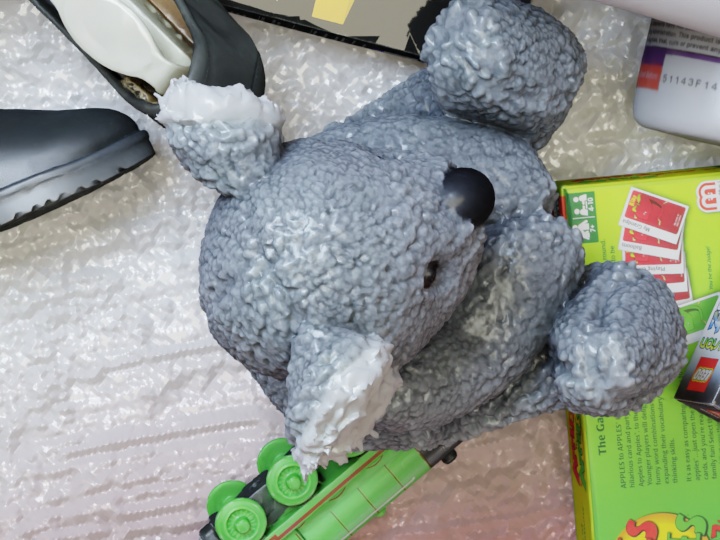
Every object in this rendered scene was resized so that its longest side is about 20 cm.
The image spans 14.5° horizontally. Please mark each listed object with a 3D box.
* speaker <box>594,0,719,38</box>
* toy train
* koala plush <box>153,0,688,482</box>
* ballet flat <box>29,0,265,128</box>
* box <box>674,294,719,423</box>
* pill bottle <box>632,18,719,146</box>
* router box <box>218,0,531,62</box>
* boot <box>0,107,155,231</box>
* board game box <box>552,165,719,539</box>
[{"bbox_3d":[0.158,-0.124,1.083,0.199,0.081,0.082,16,93,-12],"label":"speaker"},{"bbox_3d":[-0.036,0.111,1.224,0.200,0.042,0.056,-39,106,-1],"label":"toy train"},{"bbox_3d":[0.000,0.000,1.094,0.183,0.200,0.178,-24,83,21],"label":"koala plush"},{"bbox_3d":[-0.115,-0.130,1.147,0.200,0.068,0.068,44,109,19],"label":"ballet flat"},{"bbox_3d":[0.240,0.050,1.208,0.200,0.035,0.110,29,82,-20],"label":"box"},{"bbox_3d":[0.187,-0.147,1.183,0.111,0.111,0.201,12,94,-5],"label":"pill bottle"},{"bbox_3d":[0.011,-0.195,1.196,0.157,0.052,0.201,14,93,-5],"label":"router box"},{"bbox_3d":[-0.196,-0.107,1.187,0.164,0.066,0.201,-22,91,-5],"label":"boot"},{"bbox_3d":[0.141,0.057,1.227,0.101,0.048,0.201,-5,94,-4],"label":"board game box"}]
